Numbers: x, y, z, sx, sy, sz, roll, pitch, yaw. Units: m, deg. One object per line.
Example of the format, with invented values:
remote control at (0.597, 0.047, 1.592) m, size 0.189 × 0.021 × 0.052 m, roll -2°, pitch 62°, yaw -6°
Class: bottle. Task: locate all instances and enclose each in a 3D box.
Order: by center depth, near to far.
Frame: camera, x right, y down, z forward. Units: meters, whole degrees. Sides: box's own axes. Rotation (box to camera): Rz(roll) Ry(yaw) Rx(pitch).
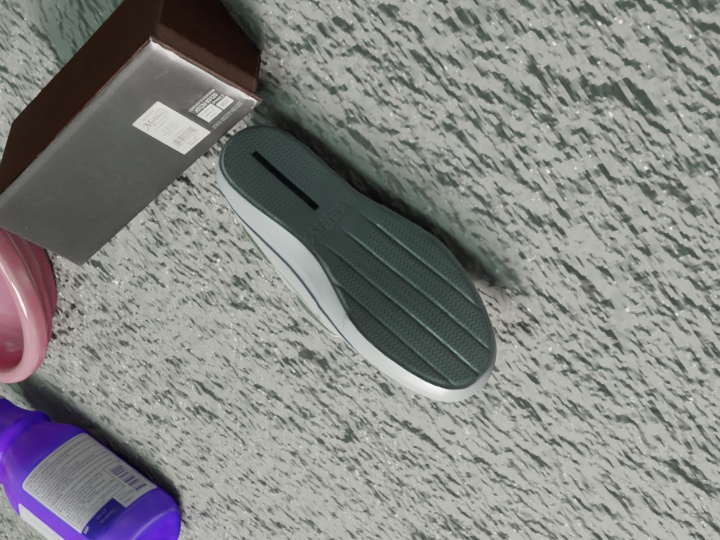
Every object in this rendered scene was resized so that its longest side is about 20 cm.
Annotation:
bottle at (-0.234, 0.165, 1.354) m, size 0.200 × 0.084 × 0.065 m, roll 32°, pitch 143°, yaw 26°

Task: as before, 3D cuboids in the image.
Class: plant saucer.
plant saucer at (-0.295, -0.011, 1.290) m, size 0.200 × 0.051 × 0.201 m, roll 30°, pitch 142°, yaw 28°

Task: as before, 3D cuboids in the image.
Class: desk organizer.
desk organizer at (-0.136, -0.091, 0.996) m, size 0.072 × 0.077 × 0.200 m, roll 28°, pitch 138°, yaw -26°

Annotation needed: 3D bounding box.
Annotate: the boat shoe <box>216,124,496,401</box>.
boat shoe at (0.000, 0.000, 0.943) m, size 0.200 × 0.073 × 0.067 m, roll 48°, pitch 163°, yaw 22°
